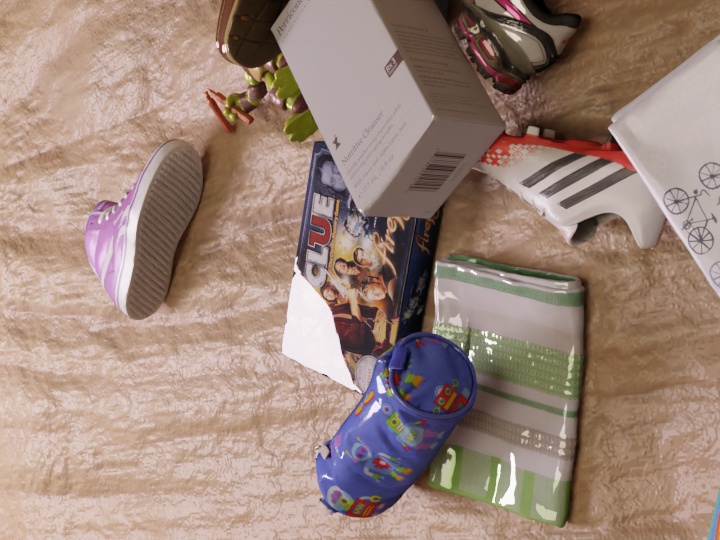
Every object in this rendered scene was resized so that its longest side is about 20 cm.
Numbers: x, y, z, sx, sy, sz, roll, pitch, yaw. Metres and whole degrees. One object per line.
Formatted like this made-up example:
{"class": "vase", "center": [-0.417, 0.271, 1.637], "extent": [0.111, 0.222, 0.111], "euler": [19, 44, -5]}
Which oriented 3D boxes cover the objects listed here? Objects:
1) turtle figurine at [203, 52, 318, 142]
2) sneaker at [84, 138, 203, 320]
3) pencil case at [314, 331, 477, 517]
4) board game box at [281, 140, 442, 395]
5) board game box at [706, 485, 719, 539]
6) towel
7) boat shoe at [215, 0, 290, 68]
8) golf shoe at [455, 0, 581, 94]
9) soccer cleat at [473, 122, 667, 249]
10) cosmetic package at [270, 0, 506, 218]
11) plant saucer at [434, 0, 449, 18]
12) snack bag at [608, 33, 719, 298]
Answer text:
{"class": "turtle figurine", "center": [-0.088, -0.183, 1.312], "extent": [0.161, 0.064, 0.201], "euler": [47, 146, 41]}
{"class": "sneaker", "center": [-0.231, -0.062, 1.474], "extent": [0.114, 0.072, 0.202], "euler": [44, 123, 35]}
{"class": "pencil case", "center": [0.024, 0.131, 1.210], "extent": [0.200, 0.086, 0.078], "euler": [122, 168, -49]}
{"class": "board game box", "center": [0.000, 0.000, 1.282], "extent": [0.135, 0.034, 0.202], "euler": [22, 110, 40]}
{"class": "board game box", "center": [0.280, 0.122, 0.904], "extent": [0.200, 0.045, 0.153], "euler": [118, 174, -65]}
{"class": "towel", "center": [0.113, 0.096, 1.188], "extent": [0.148, 0.031, 0.202], "euler": [12, 103, 43]}
{"class": "boat shoe", "center": [-0.074, -0.263, 1.228], "extent": [0.067, 0.072, 0.202], "euler": [11, 77, 46]}
{"class": "golf shoe", "center": [0.097, -0.241, 1.142], "extent": [0.092, 0.072, 0.201], "euler": [-37, 77, 25]}
{"class": "soccer cleat", "center": [0.148, -0.064, 1.110], "extent": [0.199, 0.068, 0.086], "euler": [11, 95, 38]}
{"class": "cosmetic package", "center": [0.018, -0.152, 1.144], "extent": [0.113, 0.081, 0.201], "euler": [-52, 53, 35]}
{"class": "plant saucer", "center": [-0.009, -0.246, 1.258], "extent": [0.200, 0.039, 0.203], "euler": [7, 100, 43]}
{"class": "snack bag", "center": [0.288, -0.086, 0.974], "extent": [0.200, 0.021, 0.190], "euler": [-38, 69, 25]}
